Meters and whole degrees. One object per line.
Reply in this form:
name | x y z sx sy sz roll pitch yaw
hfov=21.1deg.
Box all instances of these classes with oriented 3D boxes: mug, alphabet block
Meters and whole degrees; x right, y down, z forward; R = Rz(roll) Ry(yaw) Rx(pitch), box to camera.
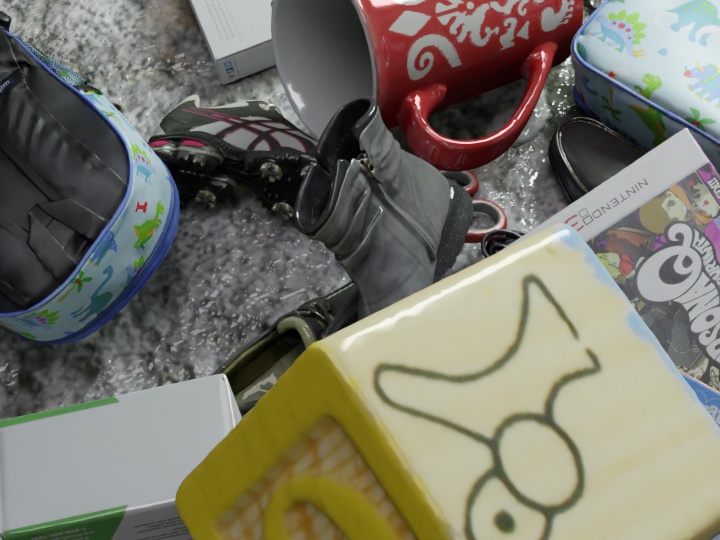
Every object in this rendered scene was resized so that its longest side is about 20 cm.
mug | 0.059 -0.157 1.395 0.199 0.133 0.179 -19 89 -31
alphabet block | 0.054 0.122 1.039 0.199 0.197 0.196 -24 73 -40

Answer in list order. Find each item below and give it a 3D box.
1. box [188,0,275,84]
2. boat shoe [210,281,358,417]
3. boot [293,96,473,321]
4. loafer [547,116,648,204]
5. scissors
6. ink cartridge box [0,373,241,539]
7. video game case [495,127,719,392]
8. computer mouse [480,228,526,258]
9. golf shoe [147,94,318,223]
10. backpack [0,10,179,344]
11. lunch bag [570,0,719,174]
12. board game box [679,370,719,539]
box | -0.043 -0.243 1.535 0.199 0.036 0.145 -21 57 -5
boat shoe | -0.034 0.058 1.324 0.200 0.066 0.072 -38 57 -17
boot | 0.000 0.000 1.252 0.069 0.132 0.201 -10 58 36
loafer | 0.204 -0.048 1.348 0.073 0.072 0.200 -36 59 -14
scissors | 0.024 -0.016 1.358 0.200 0.014 0.073 -32 64 -33
ink cartridge box | -0.128 0.163 1.197 0.144 0.200 0.084 -12 54 1
video game case | 0.192 0.039 1.258 0.181 0.036 0.201 -33 78 6
computer mouse | 0.103 0.083 1.306 0.140 0.046 0.201 30 70 3
golf shoe | -0.063 -0.088 1.419 0.199 0.077 0.088 10 53 15
backpack | -0.229 -0.048 1.367 0.200 0.147 0.183 36 86 29
lunch bag | 0.266 -0.143 1.393 0.200 0.083 0.161 34 70 26
board game box | 0.241 0.143 1.208 0.199 0.019 0.103 29 91 11
